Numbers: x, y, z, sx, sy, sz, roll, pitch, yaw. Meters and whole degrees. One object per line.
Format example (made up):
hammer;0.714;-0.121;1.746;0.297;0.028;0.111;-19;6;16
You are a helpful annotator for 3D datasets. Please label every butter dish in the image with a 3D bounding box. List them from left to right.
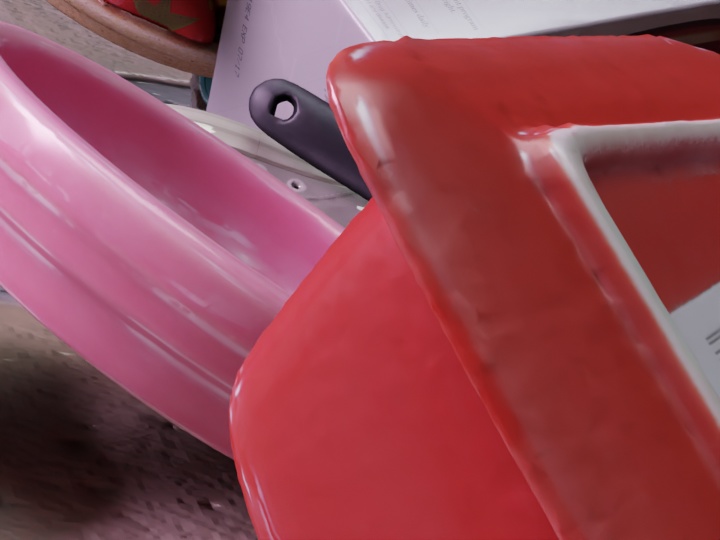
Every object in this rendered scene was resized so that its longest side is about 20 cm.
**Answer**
butter dish;0.047;0.062;0.593;0.199;0.148;0.200;-8;65;-60

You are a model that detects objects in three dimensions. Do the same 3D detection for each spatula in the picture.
spatula;0.047;-0.006;0.909;0.200;0.057;0.021;32;-6;11

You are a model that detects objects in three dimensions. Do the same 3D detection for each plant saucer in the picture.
plant saucer;-0.042;0.004;0.791;0.200;0.051;0.201;36;8;-6

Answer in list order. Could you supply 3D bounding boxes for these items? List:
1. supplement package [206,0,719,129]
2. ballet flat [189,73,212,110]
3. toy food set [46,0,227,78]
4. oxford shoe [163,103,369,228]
supplement package;0.060;-0.084;1.053;0.199;0.114;0.110;-13;47;-27
ballet flat;0.024;-0.057;1.170;0.199;0.072;0.072;18;16;18
toy food set;-0.078;-0.151;1.137;0.198;0.049;0.200;1;43;-42
oxford shoe;0.000;0.000;0.952;0.199;0.075;0.058;16;58;-14
